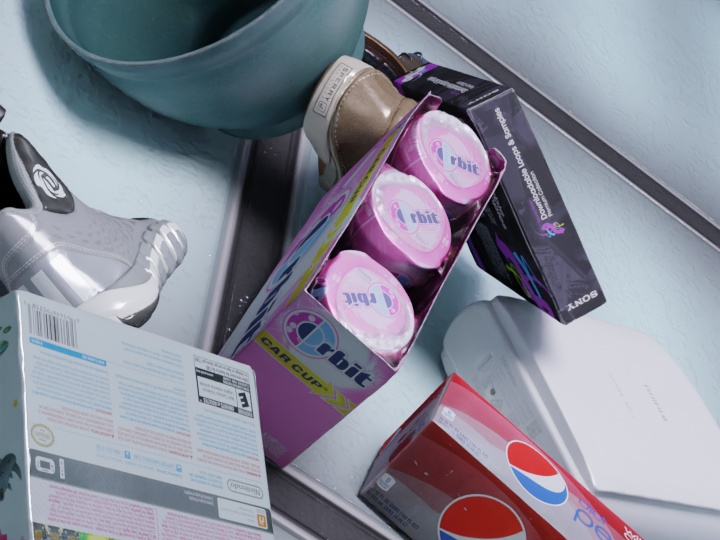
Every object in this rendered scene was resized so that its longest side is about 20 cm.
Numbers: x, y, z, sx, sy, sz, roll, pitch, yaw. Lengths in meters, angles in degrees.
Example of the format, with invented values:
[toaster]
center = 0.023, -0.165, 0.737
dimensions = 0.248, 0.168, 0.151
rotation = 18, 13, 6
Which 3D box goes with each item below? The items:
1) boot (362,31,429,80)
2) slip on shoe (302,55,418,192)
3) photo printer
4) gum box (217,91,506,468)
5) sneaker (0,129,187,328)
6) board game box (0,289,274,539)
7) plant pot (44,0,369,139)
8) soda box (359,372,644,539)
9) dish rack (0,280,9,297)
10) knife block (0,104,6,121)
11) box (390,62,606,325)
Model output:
[boot]
center = 0.015, -0.121, 1.405
dimensions = 0.200, 0.075, 0.097
rotation = 41, 15, -23
[slip on shoe]
center = 0.014, -0.079, 1.256
dimensions = 0.060, 0.076, 0.200
rotation = 28, -9, 12
[photo printer]
center = 0.159, 0.105, 1.269
dimensions = 0.199, 0.069, 0.167
rotation = 15, 39, -43
[gum box]
center = 0.000, 0.000, 1.100
dimensions = 0.066, 0.113, 0.200
rotation = 40, 43, -8
[sneaker]
center = -0.146, -0.026, 0.968
dimensions = 0.116, 0.075, 0.200
rotation = 50, 3, -10
[board game box]
center = -0.100, 0.126, 0.822
dimensions = 0.147, 0.064, 0.201
rotation = 22, 51, -46
[plant pot]
center = -0.075, -0.165, 1.227
dimensions = 0.134, 0.199, 0.201
rotation = 55, 11, -49
[soda box]
center = 0.099, 0.154, 1.120
dimensions = 0.200, 0.070, 0.063
rotation = 42, 26, -5
[dish rack]
center = -0.200, 0.071, 0.858
dimensions = 0.172, 0.044, 0.200
rotation = 54, 29, 16
[knife block]
center = -0.270, -0.111, 0.994
dimensions = 0.175, 0.064, 0.201
rotation = 5, 46, -52
[box]
center = 0.083, -0.053, 1.248
dimensions = 0.144, 0.036, 0.200
rotation = 64, -5, -15
